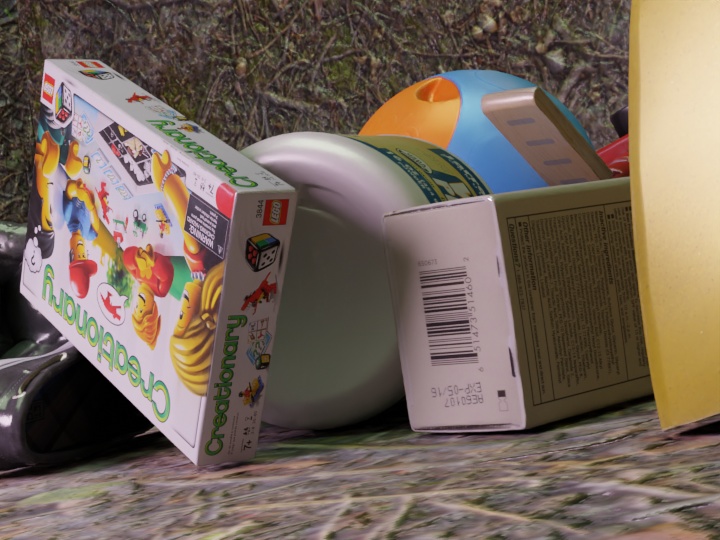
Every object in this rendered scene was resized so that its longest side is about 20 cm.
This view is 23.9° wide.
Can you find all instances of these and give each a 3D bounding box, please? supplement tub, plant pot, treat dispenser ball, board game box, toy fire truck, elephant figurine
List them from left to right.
[{"bbox_3d":[-0.197,0.039,1.100,0.155,0.142,0.200,22,-9,12],"label":"elephant figurine"},{"bbox_3d":[-0.101,-0.011,0.796,0.034,0.127,0.200,-4,23,-34],"label":"board game box"},{"bbox_3d":[0.000,0.000,0.896,0.144,0.145,0.200,-7,2,19],"label":"supplement tub"},{"bbox_3d":[0.083,-0.049,1.275,0.200,0.202,0.201,-8,1,0],"label":"treat dispenser ball"},{"bbox_3d":[0.176,-0.075,0.924,0.176,0.129,0.200,-29,-2,40],"label":"toy fire truck"},{"bbox_3d":[0.218,-0.061,0.667,0.199,0.177,0.200,-10,-12,-45],"label":"plant pot"}]

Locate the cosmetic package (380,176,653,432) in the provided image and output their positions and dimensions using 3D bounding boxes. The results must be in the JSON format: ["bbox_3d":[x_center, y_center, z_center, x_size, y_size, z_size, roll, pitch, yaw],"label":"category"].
[{"bbox_3d":[0.108,0.009,0.802,0.073,0.104,0.199,-7,0,45],"label":"cosmetic package"}]

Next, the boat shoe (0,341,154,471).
[{"bbox_3d":[-0.127,0.059,0.865,0.066,0.070,0.200,2,7,32],"label":"boat shoe"}]
